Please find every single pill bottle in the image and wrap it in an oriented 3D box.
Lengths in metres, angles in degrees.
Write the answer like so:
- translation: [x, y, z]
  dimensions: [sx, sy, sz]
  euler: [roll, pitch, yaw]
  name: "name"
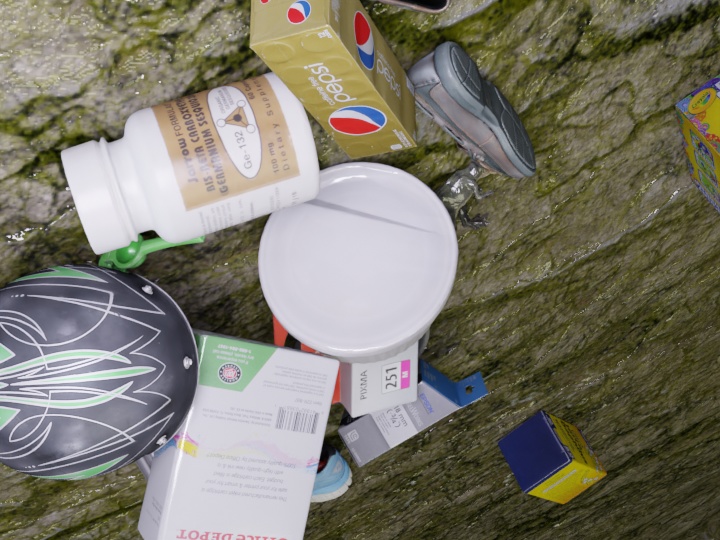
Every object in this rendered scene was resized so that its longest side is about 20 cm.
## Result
- translation: [-0.142, -0.088, 0.746]
  dimensions: [0.197, 0.115, 0.115]
  euler: [-19, 145, -12]
  name: "pill bottle"

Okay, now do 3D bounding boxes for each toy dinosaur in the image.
- translation: [0.100, -0.060, 1.000]
  dimensions: [0.199, 0.048, 0.088]
  euler: [-39, 126, 6]
  name: "toy dinosaur"

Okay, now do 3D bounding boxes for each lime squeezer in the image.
- translation: [-0.212, -0.003, 0.840]
  dimensions: [0.070, 0.038, 0.200]
  euler: [35, 146, -11]
  name: "lime squeezer"

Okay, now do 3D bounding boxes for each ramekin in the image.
- translation: [0.000, 0.000, 0.894]
  dimensions: [0.200, 0.204, 0.095]
  euler: [-23, 158, -5]
  name: "ramekin"

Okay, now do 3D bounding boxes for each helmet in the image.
- translation: [-0.244, 0.086, 0.760]
  dimensions: [0.197, 0.204, 0.190]
  euler: [-14, -177, -18]
  name: "helmet"

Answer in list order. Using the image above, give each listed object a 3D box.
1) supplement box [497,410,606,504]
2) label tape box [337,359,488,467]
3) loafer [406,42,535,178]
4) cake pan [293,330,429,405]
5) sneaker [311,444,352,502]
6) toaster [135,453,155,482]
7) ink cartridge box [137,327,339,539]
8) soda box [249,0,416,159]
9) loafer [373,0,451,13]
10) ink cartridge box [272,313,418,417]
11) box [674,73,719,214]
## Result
- translation: [0.364, 0.356, 1.662]
  dimensions: [0.109, 0.110, 0.199]
  euler: [-39, 144, 17]
  name: "supplement box"
- translation: [0.071, 0.178, 1.216]
  dimensions: [0.198, 0.064, 0.144]
  euler: [-31, -177, 5]
  name: "label tape box"
- translation: [0.111, -0.152, 0.880]
  dimensions: [0.062, 0.073, 0.200]
  euler: [-19, 145, 28]
  name: "loafer"
- translation: [-0.005, 0.103, 1.150]
  dimensions: [0.197, 0.037, 0.202]
  euler: [-18, 144, -14]
  name: "cake pan"
- translation: [-0.115, 0.322, 1.347]
  dimensions: [0.198, 0.079, 0.091]
  euler: [-25, 127, -10]
  name: "sneaker"
- translation: [-0.168, 0.173, 0.961]
  dimensions: [0.198, 0.120, 0.180]
  euler: [-31, -169, -22]
  name: "toaster"
- translation: [-0.117, 0.168, 0.841]
  dimensions: [0.143, 0.087, 0.204]
  euler: [13, 86, -27]
  name: "ink cartridge box"
- translation: [-0.016, -0.165, 0.717]
  dimensions: [0.067, 0.065, 0.200]
  euler: [-8, 159, 20]
  name: "soda box"
- translation: [-0.008, -0.246, 0.679]
  dimensions: [0.198, 0.063, 0.072]
  euler: [2, 134, -36]
  name: "loafer"
- translation: [-0.015, 0.079, 1.039]
  dimensions: [0.171, 0.044, 0.203]
  euler: [-11, 116, -23]
  name: "ink cartridge box"
- translation: [0.516, -0.171, 1.080]
  dimensions: [0.199, 0.123, 0.193]
  euler: [-34, 145, 8]
  name: "box"
